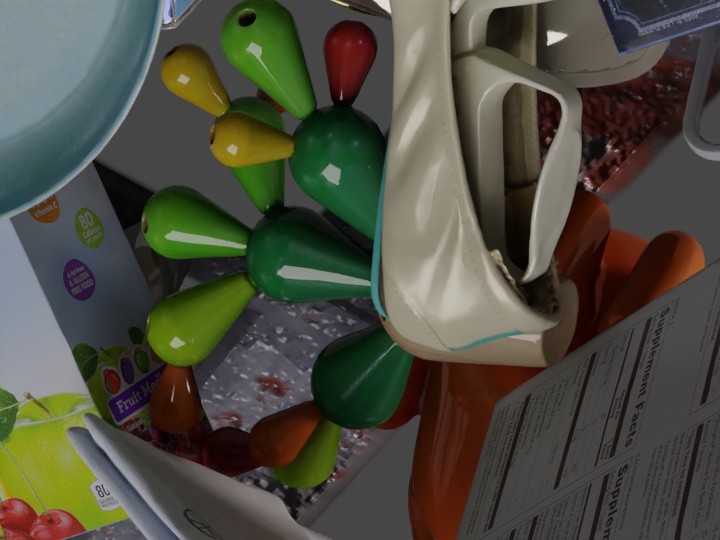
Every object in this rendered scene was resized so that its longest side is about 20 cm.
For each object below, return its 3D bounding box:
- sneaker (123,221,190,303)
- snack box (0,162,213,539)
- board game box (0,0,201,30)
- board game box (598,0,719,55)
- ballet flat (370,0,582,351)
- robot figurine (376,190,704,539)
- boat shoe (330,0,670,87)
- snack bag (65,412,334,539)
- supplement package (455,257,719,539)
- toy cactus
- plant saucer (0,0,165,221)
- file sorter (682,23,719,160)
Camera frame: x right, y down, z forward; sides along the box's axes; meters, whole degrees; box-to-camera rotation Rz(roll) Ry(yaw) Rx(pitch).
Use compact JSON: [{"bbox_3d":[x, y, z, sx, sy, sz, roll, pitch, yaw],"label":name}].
[{"bbox_3d":[-0.146,0.028,1.099,0.080,0.071,0.200,40,133,-20],"label":"sneaker"},{"bbox_3d":[-0.169,0.014,1.035,0.168,0.068,0.201,-21,96,33],"label":"snack box"},{"bbox_3d":[-0.126,-0.183,0.810,0.158,0.097,0.201,2,115,16],"label":"board game box"},{"bbox_3d":[0.145,-0.159,0.803,0.199,0.035,0.136,-17,101,31],"label":"board game box"},{"bbox_3d":[0.041,-0.073,0.845,0.069,0.069,0.202,2,101,15],"label":"ballet flat"},{"bbox_3d":[0.080,0.064,1.032,0.143,0.117,0.201,-5,138,-13],"label":"robot figurine"},{"bbox_3d":[0.011,-0.117,0.909,0.199,0.060,0.072,17,105,-3],"label":"boat shoe"},{"bbox_3d":[0.007,0.130,0.946,0.199,0.188,0.021,29,98,-41],"label":"snack bag"},{"bbox_3d":[0.142,0.096,0.823,0.151,0.151,0.200,35,138,-18],"label":"supplement package"},{"bbox_3d":[0.000,0.000,0.944,0.164,0.102,0.201,14,116,26],"label":"toy cactus"},{"bbox_3d":[-0.146,-0.106,0.781,0.199,0.027,0.202,7,115,15],"label":"plant saucer"},{"bbox_3d":[0.204,-0.025,0.886,0.124,0.139,0.200,-12,130,29],"label":"file sorter"}]
